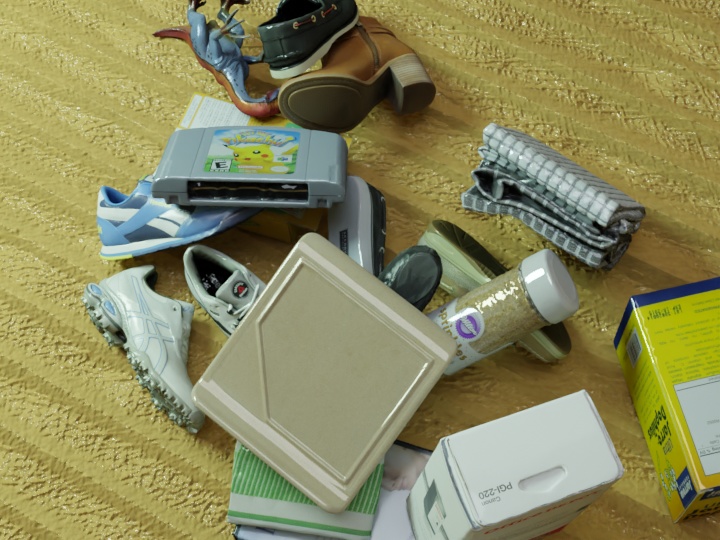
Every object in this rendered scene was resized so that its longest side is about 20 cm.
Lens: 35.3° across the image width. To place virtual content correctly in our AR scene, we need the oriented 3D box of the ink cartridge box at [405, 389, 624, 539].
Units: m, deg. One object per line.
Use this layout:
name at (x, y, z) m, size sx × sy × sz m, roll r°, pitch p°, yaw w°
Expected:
ink cartridge box at (0.130, 0.195, 1.011) m, size 0.143 × 0.201 × 0.086 m, roll -16°, pitch 69°, yaw -15°

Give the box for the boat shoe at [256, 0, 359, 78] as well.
boat shoe at (-0.055, -0.285, 1.268) m, size 0.073 × 0.064 × 0.202 m, roll -6°, pitch 30°, yaw 26°

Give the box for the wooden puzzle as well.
wooden puzzle at (-0.034, 0.095, 1.070) m, size 0.184 × 0.037 × 0.201 m, roll 37°, pitch 85°, yaw 7°

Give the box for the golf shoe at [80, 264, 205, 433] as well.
golf shoe at (-0.203, 0.072, 1.170) m, size 0.097 × 0.079 × 0.201 m, roll -32°, pitch 68°, yaw -20°

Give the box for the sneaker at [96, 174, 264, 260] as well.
sneaker at (-0.196, -0.067, 1.200) m, size 0.197 × 0.074 × 0.084 m, roll -11°, pitch 94°, yaw 14°

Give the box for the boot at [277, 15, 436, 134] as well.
boot at (-0.027, -0.231, 1.289) m, size 0.197 × 0.074 × 0.155 m, roll -7°, pitch 45°, yaw -29°

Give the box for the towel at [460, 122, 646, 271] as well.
towel at (0.200, -0.068, 1.158) m, size 0.164 × 0.200 × 0.086 m, roll 34°, pitch 104°, yaw 16°

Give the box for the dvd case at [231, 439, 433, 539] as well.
dvd case at (-0.011, 0.226, 1.115) m, size 0.197 × 0.018 × 0.145 m, roll 16°, pitch 66°, yaw 10°

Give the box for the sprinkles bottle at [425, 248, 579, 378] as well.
sprinkles bottle at (0.116, 0.053, 1.116) m, size 0.198 × 0.068 × 0.069 m, roll -30°, pitch 61°, yaw 25°

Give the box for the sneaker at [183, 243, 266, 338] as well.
sneaker at (-0.114, 0.045, 1.167) m, size 0.199 × 0.089 × 0.074 m, roll 37°, pitch 77°, yaw 18°

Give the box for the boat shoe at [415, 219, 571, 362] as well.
boat shoe at (0.134, 0.031, 1.186) m, size 0.200 × 0.073 × 0.064 m, roll 42°, pitch 115°, yaw 16°

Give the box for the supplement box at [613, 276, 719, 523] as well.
supplement box at (0.333, 0.125, 1.100) m, size 0.107 × 0.110 × 0.203 m, roll -11°, pitch 63°, yaw -3°

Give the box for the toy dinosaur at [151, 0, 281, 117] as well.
toy dinosaur at (-0.147, -0.242, 1.310) m, size 0.104 × 0.199 × 0.184 m, roll 4°, pitch 66°, yaw -36°

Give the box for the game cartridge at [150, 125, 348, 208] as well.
game cartridge at (-0.111, -0.110, 1.183) m, size 0.196 × 0.041 × 0.134 m, roll 1°, pitch 27°, yaw -1°

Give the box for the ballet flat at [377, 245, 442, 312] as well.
ballet flat at (0.012, 0.058, 1.130) m, size 0.066 × 0.057 × 0.200 m, roll 43°, pitch 95°, yaw 0°

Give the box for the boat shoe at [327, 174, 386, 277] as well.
boat shoe at (0.000, 0.000, 1.200) m, size 0.068 × 0.056 × 0.204 m, roll -9°, pitch 73°, yaw 42°

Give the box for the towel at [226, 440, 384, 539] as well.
towel at (-0.047, 0.151, 1.092) m, size 0.150 × 0.023 × 0.204 m, roll 7°, pitch 86°, yaw 6°

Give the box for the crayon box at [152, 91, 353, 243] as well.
crayon box at (-0.118, -0.112, 1.268) m, size 0.197 × 0.052 × 0.127 m, roll 17°, pitch 66°, yaw 11°
